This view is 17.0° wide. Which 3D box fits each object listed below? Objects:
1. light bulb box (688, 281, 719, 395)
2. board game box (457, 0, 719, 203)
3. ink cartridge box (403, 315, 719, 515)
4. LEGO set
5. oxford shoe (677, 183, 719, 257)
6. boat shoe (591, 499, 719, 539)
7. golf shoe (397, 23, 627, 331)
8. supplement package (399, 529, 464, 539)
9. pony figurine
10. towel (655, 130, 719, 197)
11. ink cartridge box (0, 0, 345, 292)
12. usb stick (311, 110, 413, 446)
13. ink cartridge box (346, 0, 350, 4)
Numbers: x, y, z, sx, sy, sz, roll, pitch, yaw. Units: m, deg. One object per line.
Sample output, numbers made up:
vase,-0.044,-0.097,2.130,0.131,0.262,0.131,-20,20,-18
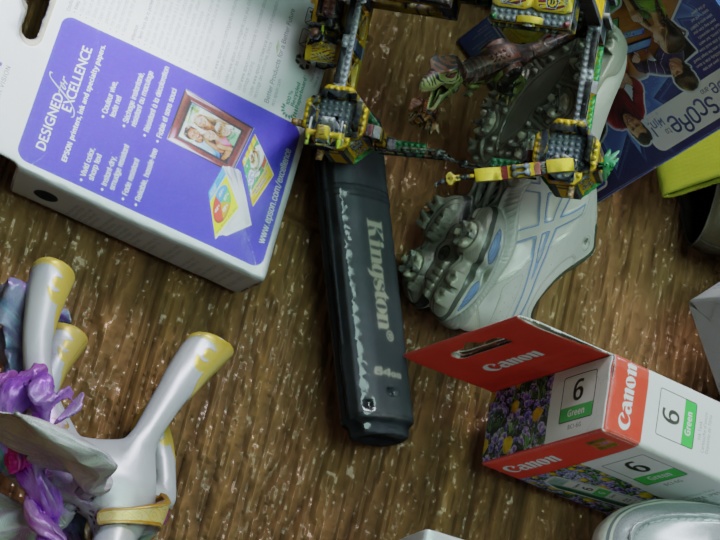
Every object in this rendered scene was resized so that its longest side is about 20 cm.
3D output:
light bulb box,0.334,0.062,1.460,0.200,0.125,0.198,-28,104,-34
board game box,0.157,-0.128,1.412,0.034,0.200,0.135,-39,94,-35
ink cartridge box,0.130,0.090,1.358,0.200,0.109,0.050,24,63,-29
LEGO set,0.052,-0.120,1.300,0.200,0.116,0.154,17,83,14
oxford shoe,0.221,-0.104,1.519,0.084,0.073,0.200,0,70,-21
boat shoe,0.230,0.162,1.341,0.201,0.072,0.070,12,65,-18
golf shoe,0.108,-0.050,1.403,0.097,0.078,0.200,26,101,-33
supplement package,0.087,0.227,1.299,0.200,0.110,0.114,19,65,-22
pony figurine,-0.154,0.096,1.205,0.193,0.167,0.200,28,45,-27
towel,0.211,-0.141,1.502,0.018,0.086,0.200,44,32,-54
ink cartridge box,-0.121,-0.114,1.346,0.200,0.043,0.198,27,61,-21
usb stick,0.000,0.000,1.374,0.055,0.033,0.200,20,60,-56
ink cartridge box,-0.047,-0.264,1.393,0.200,0.125,0.129,27,61,-17
